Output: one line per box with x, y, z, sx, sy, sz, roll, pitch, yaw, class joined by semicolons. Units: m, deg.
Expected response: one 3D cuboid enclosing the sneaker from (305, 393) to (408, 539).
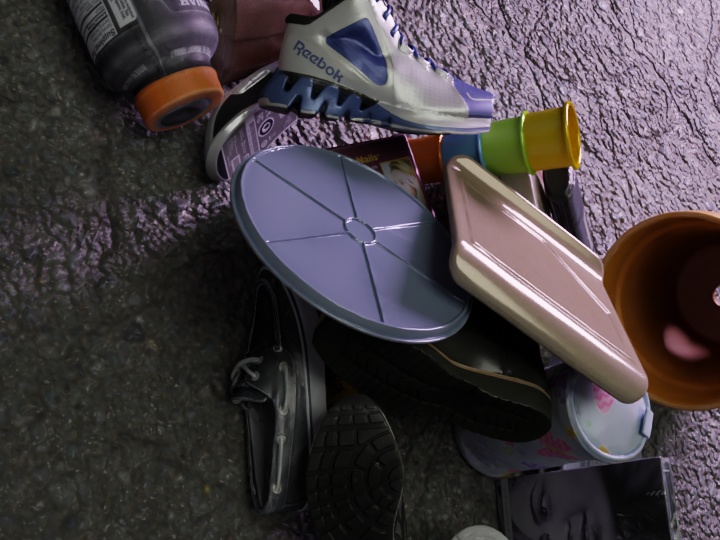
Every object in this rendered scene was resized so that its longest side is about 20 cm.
0.002;0.189;0.682;0.074;0.088;0.204;-6;101;5;sneaker

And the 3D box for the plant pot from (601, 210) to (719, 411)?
0.381;0.034;0.943;0.182;0.198;0.204;-8;77;-51;plant pot

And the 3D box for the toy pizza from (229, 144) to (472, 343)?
-0.007;-0.018;0.627;0.197;0.032;0.202;24;34;-17;toy pizza

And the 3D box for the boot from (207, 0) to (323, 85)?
-0.053;-0.264;0.775;0.198;0.189;0.064;-17;42;-36;boot

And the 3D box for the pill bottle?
-0.183;-0.219;0.705;0.105;0.106;0.203;-24;88;-36;pill bottle

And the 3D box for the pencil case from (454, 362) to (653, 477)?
0.162;0.134;0.754;0.090;0.200;0.084;38;63;-7;pencil case

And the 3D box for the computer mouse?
-0.075;-0.161;0.764;0.044;0.110;0.200;38;68;17;computer mouse

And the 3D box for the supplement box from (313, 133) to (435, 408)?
0.000;0.000;0.749;0.129;0.103;0.204;-16;84;-35;supplement box

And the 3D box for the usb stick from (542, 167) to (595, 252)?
0.218;-0.044;0.883;0.200;0.032;0.056;54;31;-55;usb stick

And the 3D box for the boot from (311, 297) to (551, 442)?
0.061;0.040;0.683;0.198;0.077;0.140;27;47;-20;boot

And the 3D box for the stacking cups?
0.097;-0.110;0.787;0.060;0.196;0.062;-4;90;-66;stacking cups

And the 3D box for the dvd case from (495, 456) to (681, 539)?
0.188;0.245;0.728;0.016;0.199;0.152;7;70;-30;dvd case

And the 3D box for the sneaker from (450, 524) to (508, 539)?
0.078;0.310;0.711;0.077;0.099;0.203;24;82;13;sneaker

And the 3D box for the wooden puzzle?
0.138;0.003;0.694;0.184;0.037;0.201;35;27;-13;wooden puzzle

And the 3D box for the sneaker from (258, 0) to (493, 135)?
0.020;-0.175;0.706;0.195;0.081;0.118;7;97;-11;sneaker

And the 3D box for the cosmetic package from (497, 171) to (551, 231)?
0.144;-0.030;0.841;0.103;0.086;0.204;21;58;-66;cosmetic package

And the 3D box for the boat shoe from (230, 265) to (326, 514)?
-0.072;0.092;0.696;0.067;0.071;0.204;-1;81;-34;boat shoe

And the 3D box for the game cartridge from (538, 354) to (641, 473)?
0.232;0.197;0.861;0.132;0.041;0.203;35;54;-34;game cartridge
